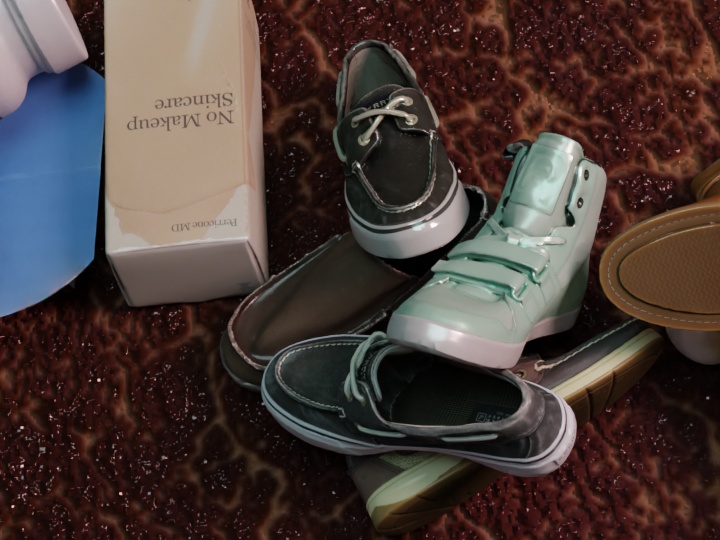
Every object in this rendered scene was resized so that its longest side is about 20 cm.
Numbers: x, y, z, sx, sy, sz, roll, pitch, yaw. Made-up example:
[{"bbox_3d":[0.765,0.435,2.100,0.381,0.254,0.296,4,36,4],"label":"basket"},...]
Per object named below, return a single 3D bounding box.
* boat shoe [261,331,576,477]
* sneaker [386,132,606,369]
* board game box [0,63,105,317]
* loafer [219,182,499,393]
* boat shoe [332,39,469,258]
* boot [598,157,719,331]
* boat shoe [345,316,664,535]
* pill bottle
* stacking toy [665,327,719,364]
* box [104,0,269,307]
[{"bbox_3d":[0.024,0.062,1.147,0.200,0.071,0.072,6,63,32],"label":"boat shoe"},{"bbox_3d":[0.076,-0.017,1.128,0.074,0.200,0.118,17,106,21],"label":"sneaker"},{"bbox_3d":[-0.235,-0.047,1.322,0.158,0.039,0.200,-7,60,12],"label":"board game box"},{"bbox_3d":[0.000,0.000,1.245,0.200,0.071,0.073,-32,63,-9],"label":"loafer"},{"bbox_3d":[0.015,-0.076,1.234,0.071,0.064,0.200,-19,31,2],"label":"boat shoe"},{"bbox_3d":[0.215,-0.030,1.195,0.200,0.074,0.155,-10,20,-9],"label":"boot"},{"bbox_3d":[0.081,0.076,1.195,0.200,0.073,0.065,-31,69,-8],"label":"boat shoe"},{"bbox_3d":[-0.280,-0.132,1.289,0.200,0.116,0.116,-26,63,0],"label":"pill bottle"},{"bbox_3d":[0.254,0.057,1.167,0.200,0.146,0.146,24,68,35],"label":"stacking toy"},{"bbox_3d":[-0.110,-0.084,1.299,0.095,0.078,0.200,-7,63,4],"label":"box"}]
